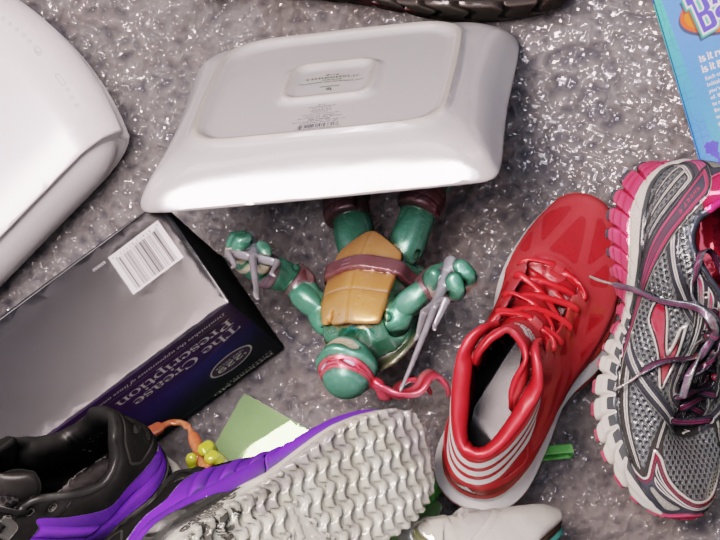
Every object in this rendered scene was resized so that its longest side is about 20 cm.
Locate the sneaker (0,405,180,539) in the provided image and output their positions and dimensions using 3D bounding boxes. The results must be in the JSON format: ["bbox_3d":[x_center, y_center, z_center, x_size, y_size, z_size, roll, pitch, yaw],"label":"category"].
[{"bbox_3d":[-0.195,0.138,1.319,0.200,0.100,0.070,-36,51,-9],"label":"sneaker"}]

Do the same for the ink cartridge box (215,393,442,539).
[{"bbox_3d":[-0.064,0.187,1.415,0.145,0.048,0.200,28,87,16],"label":"ink cartridge box"}]

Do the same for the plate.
[{"bbox_3d":[-0.015,-0.096,1.400,0.199,0.200,0.032,-5,117,10],"label":"plate"}]

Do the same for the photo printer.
[{"bbox_3d":[-0.250,-0.071,1.494,0.200,0.069,0.166,-45,74,0],"label":"photo printer"}]

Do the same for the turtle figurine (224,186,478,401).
[{"bbox_3d":[0.000,0.000,1.390,0.149,0.101,0.200,4,51,13],"label":"turtle figurine"}]

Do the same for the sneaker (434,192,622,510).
[{"bbox_3d":[0.102,0.031,1.363,0.078,0.116,0.200,18,69,5],"label":"sneaker"}]

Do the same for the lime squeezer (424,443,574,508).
[{"bbox_3d":[0.028,0.139,1.391,0.200,0.038,0.071,-39,51,-20],"label":"lime squeezer"}]

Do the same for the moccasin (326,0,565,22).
[{"bbox_3d":[0.030,-0.192,1.467,0.201,0.074,0.078,10,88,23],"label":"moccasin"}]

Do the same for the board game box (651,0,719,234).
[{"bbox_3d":[0.261,-0.098,1.396,0.152,0.045,0.200,-19,75,20],"label":"board game box"}]

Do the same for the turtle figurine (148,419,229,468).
[{"bbox_3d":[-0.105,0.189,1.361,0.161,0.064,0.200,21,65,29],"label":"turtle figurine"}]

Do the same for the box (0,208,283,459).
[{"bbox_3d":[-0.157,0.062,1.411,0.200,0.141,0.079,-37,76,2],"label":"box"}]

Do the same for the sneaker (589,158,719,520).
[{"bbox_3d":[0.177,0.038,1.359,0.075,0.081,0.200,1,93,51],"label":"sneaker"}]

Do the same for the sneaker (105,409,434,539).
[{"bbox_3d":[-0.055,0.122,1.301,0.099,0.200,0.070,4,112,51],"label":"sneaker"}]

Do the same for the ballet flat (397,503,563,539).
[{"bbox_3d":[0.029,0.173,1.329,0.069,0.069,0.200,42,61,16],"label":"ballet flat"}]
